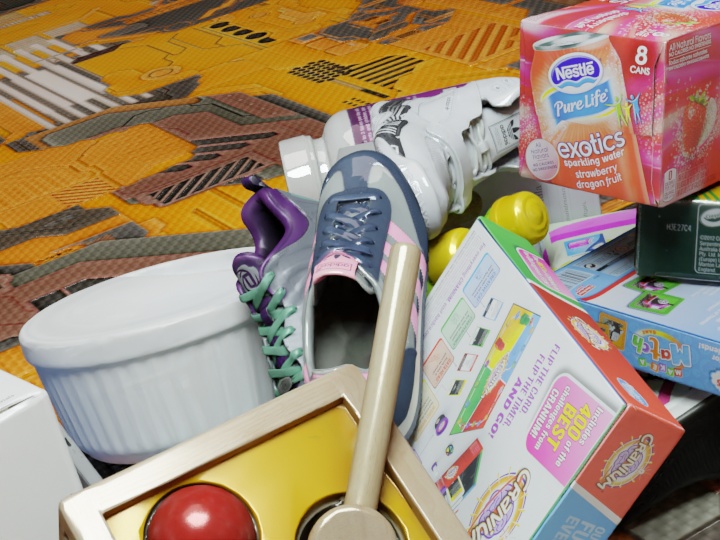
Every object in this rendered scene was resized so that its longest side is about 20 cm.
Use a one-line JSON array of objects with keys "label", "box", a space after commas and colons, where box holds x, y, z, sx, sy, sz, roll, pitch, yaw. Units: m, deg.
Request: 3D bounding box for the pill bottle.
[{"label": "pill bottle", "box": [0.032, -0.094, 1.256, 0.198, 0.113, 0.112, -12, 24, -2]}]

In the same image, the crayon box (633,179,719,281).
[{"label": "crayon box", "box": [0.243, -0.049, 0.887, 0.125, 0.051, 0.200, 4, 21, 16]}]

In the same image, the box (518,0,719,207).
[{"label": "box", "box": [0.190, -0.113, 0.852, 0.099, 0.097, 0.199, 17, 28, 40]}]

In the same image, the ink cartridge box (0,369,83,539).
[{"label": "ink cartridge box", "box": [-0.249, 0.126, 0.864, 0.084, 0.147, 0.199, -31, 30, -32]}]

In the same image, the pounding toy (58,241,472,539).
[{"label": "pounding toy", "box": [-0.021, 0.127, 0.655, 0.199, 0.143, 0.185, -24, 64, -25]}]

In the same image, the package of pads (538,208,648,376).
[{"label": "package of pads", "box": [0.229, 0.008, 0.990, 0.198, 0.069, 0.155, -11, 24, 5]}]

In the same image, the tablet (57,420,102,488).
[{"label": "tablet", "box": [-0.228, 0.100, 0.929, 0.199, 0.131, 0.014, 14, 51, 48]}]

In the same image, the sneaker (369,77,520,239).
[{"label": "sneaker", "box": [0.069, -0.083, 0.981, 0.114, 0.076, 0.200, -14, 20, 3]}]

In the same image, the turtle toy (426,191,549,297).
[{"label": "turtle toy", "box": [0.049, 0.031, 0.975, 0.145, 0.102, 0.199, -22, 6, 46]}]

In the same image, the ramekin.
[{"label": "ramekin", "box": [-0.124, 0.057, 0.986, 0.200, 0.095, 0.203, -14, 13, 3]}]

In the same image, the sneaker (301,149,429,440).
[{"label": "sneaker", "box": [0.000, 0.000, 0.818, 0.069, 0.082, 0.202, -13, 55, 13]}]

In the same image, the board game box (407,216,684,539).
[{"label": "board game box", "box": [0.073, 0.084, 0.778, 0.040, 0.154, 0.200, 23, 19, -28]}]

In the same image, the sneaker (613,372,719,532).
[{"label": "sneaker", "box": [0.167, 0.080, 0.853, 0.198, 0.084, 0.121, -20, 34, -14]}]

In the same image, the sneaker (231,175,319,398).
[{"label": "sneaker", "box": [-0.046, 0.038, 0.876, 0.074, 0.087, 0.202, -38, 42, 40]}]

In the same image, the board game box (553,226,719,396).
[{"label": "board game box", "box": [0.219, 0.023, 0.829, 0.199, 0.037, 0.151, 17, 29, 40]}]

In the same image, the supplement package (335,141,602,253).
[{"label": "supplement package", "box": [0.085, -0.044, 1.118, 0.198, 0.115, 0.110, -11, 24, 8]}]
